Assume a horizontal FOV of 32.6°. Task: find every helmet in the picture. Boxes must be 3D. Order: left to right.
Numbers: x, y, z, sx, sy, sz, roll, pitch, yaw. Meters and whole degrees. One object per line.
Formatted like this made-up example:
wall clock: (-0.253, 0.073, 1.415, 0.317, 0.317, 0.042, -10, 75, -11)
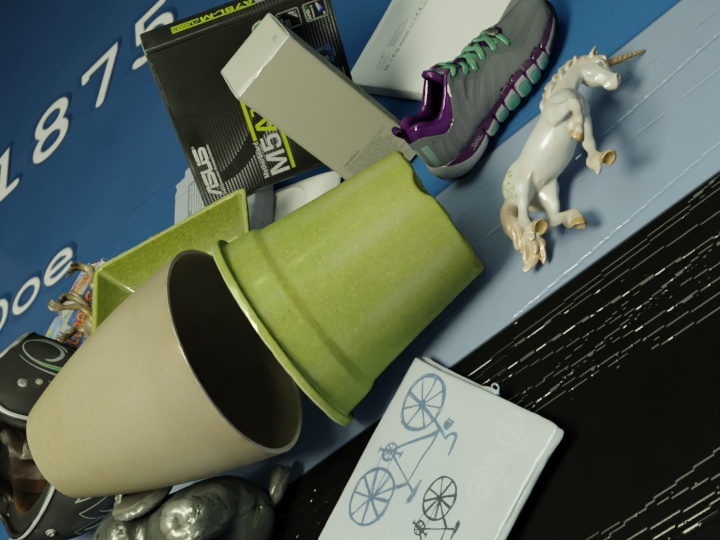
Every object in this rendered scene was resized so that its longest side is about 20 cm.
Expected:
helmet: (-0.322, 0.180, 1.285, 0.200, 0.190, 0.200, -50, 2, 3)

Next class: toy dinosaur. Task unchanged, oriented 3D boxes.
toy dinosaur: (-0.277, 0.036, 1.336, 0.201, 0.100, 0.058, -70, 6, -49)

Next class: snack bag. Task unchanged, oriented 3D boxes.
snack bag: (0.063, 0.175, 0.992, 0.199, 0.021, 0.190, 19, 77, 54)

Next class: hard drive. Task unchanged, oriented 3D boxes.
hard drive: (0.079, -0.242, 1.307, 0.199, 0.027, 0.133, 19, 76, 54)

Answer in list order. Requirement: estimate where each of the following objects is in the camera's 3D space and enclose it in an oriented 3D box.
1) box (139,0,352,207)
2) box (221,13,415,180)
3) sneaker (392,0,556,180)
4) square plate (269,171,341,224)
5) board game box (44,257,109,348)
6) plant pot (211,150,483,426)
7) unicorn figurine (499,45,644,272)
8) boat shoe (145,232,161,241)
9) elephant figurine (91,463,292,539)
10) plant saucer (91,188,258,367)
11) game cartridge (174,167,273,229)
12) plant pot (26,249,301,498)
box: (-0.104, -0.182, 1.265, 0.191, 0.201, 0.048, -21, 39, -6)
box: (-0.037, -0.159, 1.222, 0.082, 0.199, 0.069, -47, 36, 9)
sneaker: (0.110, -0.188, 1.161, 0.074, 0.087, 0.201, 22, 79, 53)
square plate: (-0.116, -0.009, 1.339, 0.197, 0.028, 0.202, -14, 51, 42)
board game box: (-0.340, 0.055, 1.481, 0.136, 0.034, 0.200, -63, 15, -12)
plant pot: (0.000, 0.000, 1.083, 0.184, 0.201, 0.201, -38, 37, 4)
unicorn figurine: (0.173, -0.109, 1.046, 0.200, 0.074, 0.138, -50, 25, 16)
boat shoe: (-0.249, 0.043, 1.409, 0.063, 0.073, 0.203, -30, 41, 34)
elephant figurine: (-0.186, 0.242, 1.118, 0.198, 0.154, 0.143, -2, 82, 38)
plant saucer: (-0.178, 0.041, 1.234, 0.198, 0.048, 0.201, -27, 45, 18)
game cartridge: (-0.154, -0.063, 1.373, 0.133, 0.040, 0.201, -37, 39, 29)
plant pot: (-0.184, 0.111, 1.062, 0.199, 0.187, 0.189, -29, 42, 19)
